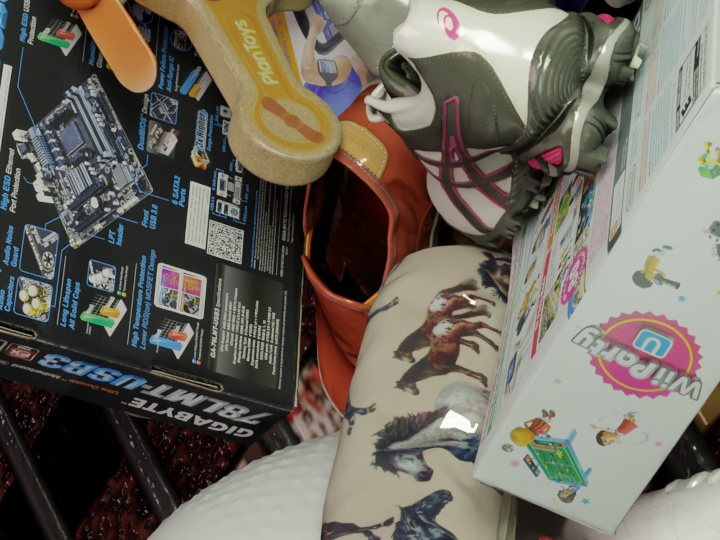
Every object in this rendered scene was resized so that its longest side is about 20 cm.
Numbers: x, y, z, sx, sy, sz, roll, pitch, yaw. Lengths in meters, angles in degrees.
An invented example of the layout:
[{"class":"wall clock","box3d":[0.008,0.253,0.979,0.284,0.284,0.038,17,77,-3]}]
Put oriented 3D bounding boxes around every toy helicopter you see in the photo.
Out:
[{"class":"toy helicopter","box3d":[-0.070,-0.114,1.018,0.200,0.132,0.079,62,141,33]}]

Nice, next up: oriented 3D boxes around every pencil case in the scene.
[{"class":"pencil case","box3d":[0.034,0.080,0.975,0.078,0.089,0.200,76,-159,-52]}]

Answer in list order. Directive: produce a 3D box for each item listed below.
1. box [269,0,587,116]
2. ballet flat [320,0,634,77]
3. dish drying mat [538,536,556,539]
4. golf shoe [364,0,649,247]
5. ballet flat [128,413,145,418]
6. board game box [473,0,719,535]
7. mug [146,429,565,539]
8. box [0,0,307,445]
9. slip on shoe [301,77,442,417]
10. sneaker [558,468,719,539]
[{"class":"box","box3d":[0.023,-0.138,1.043,0.200,0.041,0.119,-19,84,56]},{"class":"ballet flat","box3d":[0.078,-0.127,0.934,0.200,0.067,0.064,-18,117,28]},{"class":"dish drying mat","box3d":[0.097,0.195,0.990,0.077,0.018,0.200,49,159,36]},{"class":"golf shoe","box3d":[0.045,-0.067,0.921,0.200,0.088,0.077,129,160,-75]},{"class":"ballet flat","box3d":[-0.097,-0.011,1.216,0.068,0.067,0.200,27,120,46]},{"class":"board game box","box3d":[0.113,-0.025,0.869,0.148,0.064,0.200,-76,11,-49]},{"class":"mug","box3d":[-0.003,0.172,1.049,0.148,0.175,0.200,-36,71,52]},{"class":"box","box3d":[-0.120,-0.040,1.073,0.050,0.198,0.200,-41,39,50]},{"class":"slip on shoe","box3d":[0.000,0.000,1.071,0.074,0.061,0.200,36,142,25]},{"class":"sneaker","box3d":[0.159,0.104,0.913,0.200,0.076,0.081,10,95,48]}]
